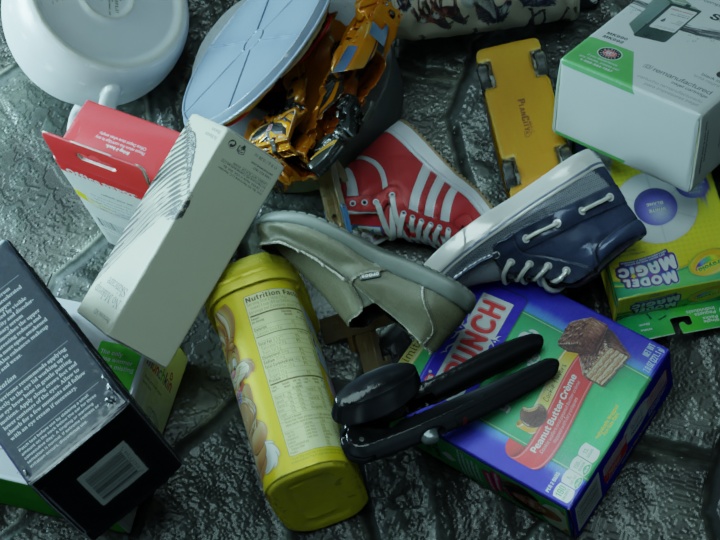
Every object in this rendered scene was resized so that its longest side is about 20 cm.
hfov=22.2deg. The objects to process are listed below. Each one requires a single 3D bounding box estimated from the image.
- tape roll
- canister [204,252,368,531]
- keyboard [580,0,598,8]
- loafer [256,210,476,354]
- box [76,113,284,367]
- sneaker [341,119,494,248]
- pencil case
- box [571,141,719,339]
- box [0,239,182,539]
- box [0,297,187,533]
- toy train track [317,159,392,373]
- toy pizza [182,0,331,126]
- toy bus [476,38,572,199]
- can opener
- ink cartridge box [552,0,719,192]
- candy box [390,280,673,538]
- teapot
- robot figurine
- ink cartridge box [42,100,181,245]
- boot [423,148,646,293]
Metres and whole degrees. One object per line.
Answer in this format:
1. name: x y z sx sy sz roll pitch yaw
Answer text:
1. tape roll: -0.060 -0.178 1.763 0.198 0.066 0.202 -6 61 11
2. canister: -0.063 0.106 1.570 0.086 0.149 0.202 -19 62 1
3. keyboard: 0.160 -0.333 1.808 0.198 0.040 0.105 21 70 21
4. loafer: -0.005 0.010 1.509 0.198 0.075 0.070 23 85 19
5. box: -0.153 -0.026 1.552 0.201 0.068 0.082 -60 32 -4
6. sneaker: 0.053 -0.043 1.663 0.112 0.071 0.200 -36 54 -11
7. pencil case: 0.108 -0.268 1.729 0.198 0.090 0.078 -7 45 -6
8. box: 0.262 -0.036 1.619 0.116 0.048 0.202 -11 63 -2
9. box: -0.258 0.099 1.510 0.104 0.148 0.200 -39 61 -7
10. box: -0.279 0.121 1.642 0.198 0.097 0.178 11 68 18
11. toy train track: 0.000 0.000 1.634 0.032 0.114 0.202 -11 85 -39
12. toy pizza: -0.088 -0.201 1.677 0.200 0.032 0.201 -38 28 24
13. toy bus: 0.156 -0.110 1.669 0.064 0.078 0.202 -13 60 3
14. can opener: 0.072 0.105 1.496 0.198 0.079 0.064 -16 65 -15
15. ink cartridge box: 0.285 -0.174 1.622 0.145 0.085 0.200 26 46 28
16. candy box: 0.140 0.102 1.563 0.199 0.077 0.170 27 69 24
17. teapot: -0.270 -0.234 1.801 0.197 0.146 0.200 42 54 -5
18. robot figurine: -0.042 -0.158 1.652 0.144 0.058 0.201 -9 47 49
19. ink cartridge box: -0.200 -0.082 1.667 0.115 0.200 0.068 20 68 21
20. boot: 0.142 -0.012 1.551 0.199 0.073 0.091 -35 77 -1
